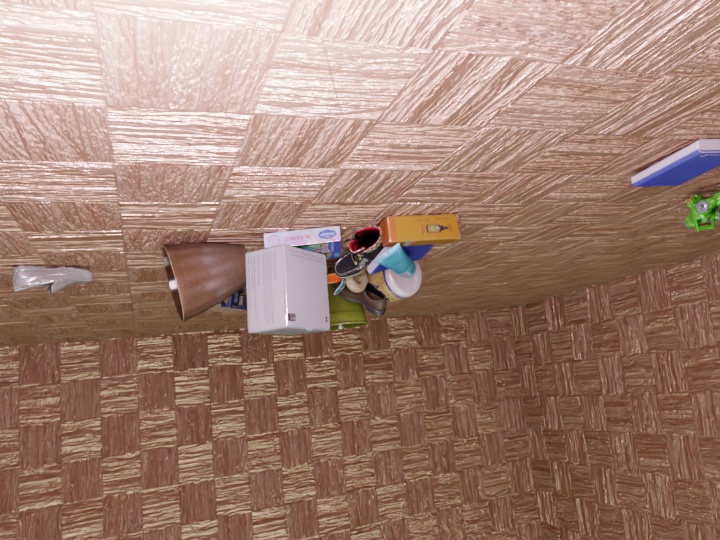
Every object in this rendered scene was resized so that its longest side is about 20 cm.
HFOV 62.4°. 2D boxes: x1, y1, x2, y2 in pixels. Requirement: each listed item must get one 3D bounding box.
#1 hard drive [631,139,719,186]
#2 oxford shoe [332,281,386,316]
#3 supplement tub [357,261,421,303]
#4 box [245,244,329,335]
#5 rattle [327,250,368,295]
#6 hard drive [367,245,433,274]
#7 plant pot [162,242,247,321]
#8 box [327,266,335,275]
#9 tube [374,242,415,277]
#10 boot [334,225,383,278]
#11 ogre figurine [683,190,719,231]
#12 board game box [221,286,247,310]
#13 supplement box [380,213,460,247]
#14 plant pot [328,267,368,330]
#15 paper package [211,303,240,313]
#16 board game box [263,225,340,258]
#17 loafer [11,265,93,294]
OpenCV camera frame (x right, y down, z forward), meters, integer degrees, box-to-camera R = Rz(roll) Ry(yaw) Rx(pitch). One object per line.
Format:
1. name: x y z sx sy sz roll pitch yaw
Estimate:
1. hard drive: 0.692 -0.224 1.254 0.127 0.026 0.200 -4 169 -13
2. oxford shoe: -0.001 0.058 1.867 0.195 0.073 0.086 24 138 14
3. supplement tub: 0.090 0.027 1.919 0.142 0.151 0.198 1 167 -33
4. box: -0.183 0.056 1.517 0.127 0.208 0.197 -9 169 28
5. rattle: 0.000 0.000 1.726 0.138 0.135 0.199 -1 -177 24
6. hard drive: 0.123 -0.051 1.634 0.196 0.026 0.132 -17 159 -37
7. plant pot: -0.378 0.008 1.501 0.195 0.193 0.186 -16 174 -24
8. box: -0.155 0.042 1.900 0.195 0.022 0.163 -26 -170 -3
9. tube: 0.097 -0.024 1.548 0.077 0.051 0.199 -39 159 8
10. boot: -0.002 -0.051 1.593 0.195 0.075 0.150 -24 165 11
11. ogre figurine: 0.935 -0.164 1.577 0.116 0.101 0.200 -20 179 7
12. board game box: -0.342 0.050 1.788 0.033 0.141 0.199 5 175 21
13. supplement box: 0.152 -0.101 1.501 0.193 0.069 0.069 -3 170 -14
14. plant pot: -0.080 0.096 2.047 0.193 0.200 0.201 -6 170 -1
15. paper package: -0.414 0.070 1.956 0.184 0.107 0.200 -8 169 10
16. board game box: -0.148 -0.064 1.574 0.192 0.043 0.200 -6 169 -2
17. loafer: -0.811 0.028 1.570 0.195 0.072 0.069 1 167 -36
